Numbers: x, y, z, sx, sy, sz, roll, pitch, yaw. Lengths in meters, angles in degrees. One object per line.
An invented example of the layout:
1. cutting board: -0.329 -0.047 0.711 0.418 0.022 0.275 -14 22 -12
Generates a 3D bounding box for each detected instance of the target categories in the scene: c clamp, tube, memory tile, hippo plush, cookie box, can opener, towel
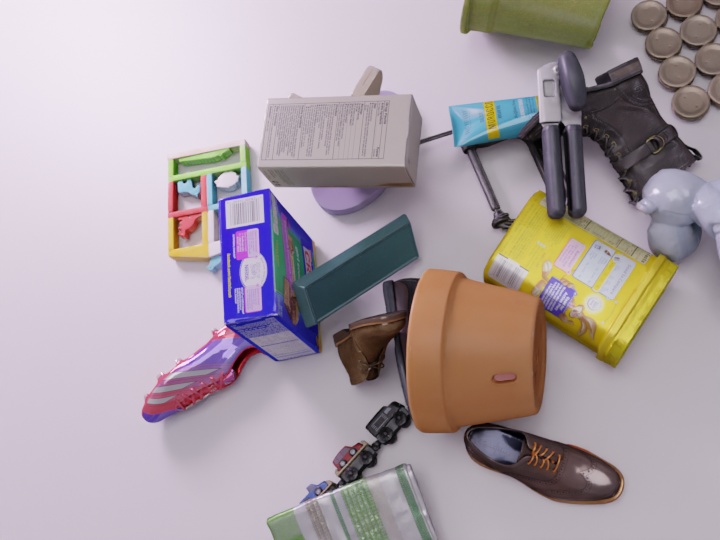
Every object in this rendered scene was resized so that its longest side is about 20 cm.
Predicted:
1. c clamp: 0.193 -0.134 1.252 0.170 0.027 0.201 -25 67 -2
2. tube: 0.224 -0.212 1.244 0.199 0.051 0.078 -7 49 6
3. memory tile: 0.475 -0.307 1.238 0.152 0.017 0.201 -19 67 8
4. hippo plush: 0.416 -0.063 1.085 0.160 0.201 0.159 6 34 28
5. cookie box: -0.115 0.012 1.188 0.075 0.200 0.172 -9 70 11
6. can opener: 0.251 -0.166 1.105 0.053 0.067 0.202 -2 81 1
7. towel: -0.002 0.342 1.123 0.199 0.031 0.150 -22 83 9

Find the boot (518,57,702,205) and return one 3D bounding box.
1. boot: 0.327 -0.164 1.178 0.199 0.069 0.175 -27 94 6

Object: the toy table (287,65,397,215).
1. toy table: -0.012 -0.188 1.274 0.183 0.117 0.201 16 77 20

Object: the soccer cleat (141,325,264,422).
1. soccer cleat: -0.217 0.148 1.245 0.200 0.067 0.076 -43 71 -5

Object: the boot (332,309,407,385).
1. boot: 0.018 0.097 1.137 0.073 0.200 0.076 -8 76 -17

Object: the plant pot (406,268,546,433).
1. plant pot: 0.147 0.099 1.084 0.139 0.200 0.201 1 72 18

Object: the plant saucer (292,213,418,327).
1. plant saucer: 0.000 0.000 1.188 0.199 0.070 0.019 -32 31 -27

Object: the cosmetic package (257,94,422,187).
1. cosmetic package: -0.025 -0.166 1.169 0.199 0.071 0.106 3 74 17

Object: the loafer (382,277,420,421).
1. loafer: 0.075 0.099 1.180 0.063 0.072 0.201 -14 66 5

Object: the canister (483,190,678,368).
1. canister: 0.274 0.006 1.139 0.199 0.087 0.149 33 83 18

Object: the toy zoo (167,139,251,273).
1. toy zoo: -0.226 -0.093 1.350 0.130 0.020 0.201 -9 69 12

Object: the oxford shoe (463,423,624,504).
1. oxford shoe: 0.218 0.235 1.091 0.199 0.073 0.072 12 76 18

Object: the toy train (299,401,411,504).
1. toy train: -0.012 0.249 1.169 0.046 0.034 0.200 40 85 26

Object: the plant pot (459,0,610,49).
1. plant pot: 0.258 -0.399 1.249 0.183 0.200 0.201 21 78 8
